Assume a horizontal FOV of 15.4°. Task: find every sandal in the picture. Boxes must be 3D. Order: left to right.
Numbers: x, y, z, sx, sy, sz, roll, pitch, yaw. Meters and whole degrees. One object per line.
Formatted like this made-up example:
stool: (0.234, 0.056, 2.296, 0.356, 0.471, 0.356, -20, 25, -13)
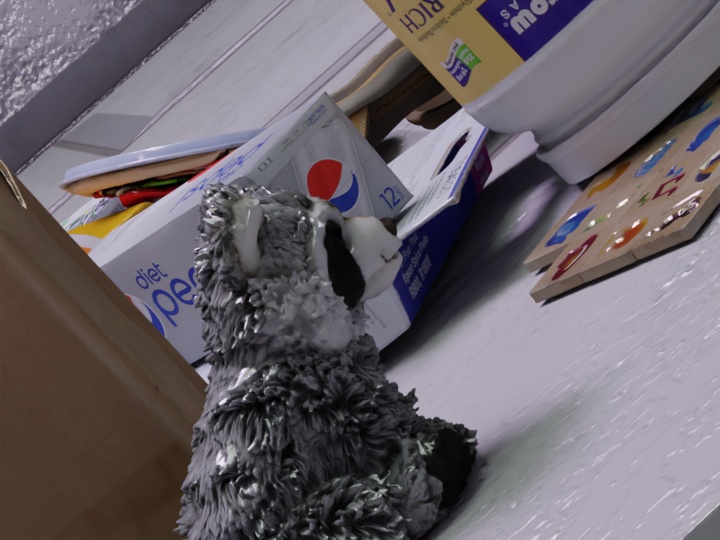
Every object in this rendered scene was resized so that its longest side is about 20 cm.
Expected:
sandal: (-0.012, -0.053, 1.373, 0.200, 0.054, 0.080, -39, -14, -16)

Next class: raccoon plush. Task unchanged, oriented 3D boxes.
raccoon plush: (-0.052, 0.061, 0.920, 0.200, 0.134, 0.097, -45, 13, -21)

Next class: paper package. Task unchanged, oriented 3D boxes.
paper package: (-0.163, 0.088, 1.046, 0.200, 0.191, 0.103, -40, 15, 7)

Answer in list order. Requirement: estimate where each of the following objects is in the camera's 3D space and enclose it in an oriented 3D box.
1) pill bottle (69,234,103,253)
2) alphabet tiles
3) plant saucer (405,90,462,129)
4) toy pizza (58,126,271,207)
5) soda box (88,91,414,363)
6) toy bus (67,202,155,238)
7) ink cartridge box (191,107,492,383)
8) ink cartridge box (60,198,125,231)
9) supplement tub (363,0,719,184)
pill bottle: (-0.174, 0.081, 1.319, 0.114, 0.114, 0.200, -30, 15, 45)
alphabet tiles: (0.149, -0.063, 1.068, 0.200, 0.008, 0.167, -49, 13, -34)
plant saucer: (0.108, -0.139, 1.455, 0.200, 0.029, 0.200, -38, 11, 9)
toy pizza: (-0.080, -0.058, 1.591, 0.200, 0.032, 0.200, -10, -2, 0)
soda box: (-0.066, -0.007, 1.210, 0.068, 0.063, 0.200, -48, 11, -36)
toy bus: (-0.151, 0.013, 1.608, 0.065, 0.078, 0.200, -44, 11, -19)
ink cartridge box: (0.000, 0.000, 1.234, 0.200, 0.043, 0.196, -35, 10, 25)
ink cartridge box: (-0.239, 0.013, 1.988, 0.200, 0.050, 0.109, -35, 12, 25)
supplement tub: (0.066, -0.151, 1.149, 0.145, 0.200, 0.145, -43, 6, 5)
